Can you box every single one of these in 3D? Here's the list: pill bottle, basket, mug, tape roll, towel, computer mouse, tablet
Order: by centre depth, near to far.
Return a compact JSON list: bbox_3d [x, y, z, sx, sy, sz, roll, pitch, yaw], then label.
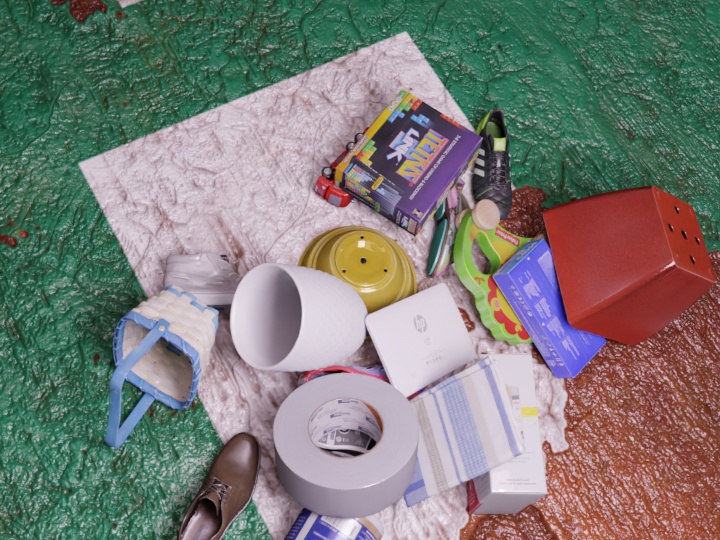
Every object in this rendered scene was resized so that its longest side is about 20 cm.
[{"bbox_3d":[-0.062,0.402,1.249,0.115,0.116,0.201,32,64,7],"label":"pill bottle"},{"bbox_3d":[-0.019,0.235,1.270,0.197,0.067,0.202,0,41,0],"label":"tape roll"},{"bbox_3d":[0.127,0.225,1.297,0.199,0.024,0.148,-32,56,24],"label":"towel"},{"bbox_3d":[-0.292,0.136,1.313,0.138,0.177,0.201,26,45,3],"label":"basket"},{"bbox_3d":[-0.093,0.083,1.356,0.174,0.199,0.149,9,54,-50],"label":"mug"},{"bbox_3d":[0.004,0.243,1.377,0.197,0.044,0.111,14,61,-5],"label":"computer mouse"},{"bbox_3d":[0.095,0.102,1.408,0.199,0.014,0.131,-20,86,-47],"label":"tablet"}]

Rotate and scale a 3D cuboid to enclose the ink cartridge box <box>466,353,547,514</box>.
[{"bbox_3d":[0.202,0.238,1.353,0.082,0.146,0.202,2,64,-6],"label":"ink cartridge box"}]

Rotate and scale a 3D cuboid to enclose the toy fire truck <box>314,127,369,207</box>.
[{"bbox_3d":[0.032,-0.165,1.571,0.140,0.049,0.200,37,65,10],"label":"toy fire truck"}]

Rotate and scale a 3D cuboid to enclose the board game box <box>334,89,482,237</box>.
[{"bbox_3d":[0.079,-0.178,1.520,0.164,0.057,0.201,32,65,13],"label":"board game box"}]

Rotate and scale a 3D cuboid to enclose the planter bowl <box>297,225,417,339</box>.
[{"bbox_3d":[0.000,0.000,1.468,0.197,0.084,0.203,4,64,-8],"label":"planter bowl"}]

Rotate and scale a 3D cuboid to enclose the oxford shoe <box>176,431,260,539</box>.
[{"bbox_3d":[-0.191,0.311,1.291,0.072,0.085,0.202,21,62,4],"label":"oxford shoe"}]

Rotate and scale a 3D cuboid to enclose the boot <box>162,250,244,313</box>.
[{"bbox_3d":[-0.205,0.014,1.433,0.197,0.074,0.097,1,71,-7],"label":"boot"}]

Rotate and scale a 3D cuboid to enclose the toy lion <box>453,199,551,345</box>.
[{"bbox_3d":[0.230,0.014,1.485,0.198,0.068,0.194,27,64,-22],"label":"toy lion"}]

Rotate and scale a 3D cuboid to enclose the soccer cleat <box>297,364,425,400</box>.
[{"bbox_3d":[0.006,0.168,1.387,0.197,0.076,0.068,0,81,-6],"label":"soccer cleat"}]

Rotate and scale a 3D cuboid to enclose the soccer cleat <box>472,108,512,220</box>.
[{"bbox_3d":[0.227,-0.183,1.592,0.067,0.081,0.202,3,64,-7],"label":"soccer cleat"}]

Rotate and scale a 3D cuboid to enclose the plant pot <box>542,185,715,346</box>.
[{"bbox_3d":[0.427,-0.019,1.447,0.198,0.175,0.202,16,57,-42],"label":"plant pot"}]

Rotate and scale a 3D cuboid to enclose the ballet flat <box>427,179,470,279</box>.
[{"bbox_3d":[0.152,-0.075,1.542,0.070,0.069,0.202,14,61,-15],"label":"ballet flat"}]

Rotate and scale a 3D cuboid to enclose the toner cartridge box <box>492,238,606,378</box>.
[{"bbox_3d":[0.297,0.061,1.460,0.095,0.043,0.201,-39,102,-28],"label":"toner cartridge box"}]
